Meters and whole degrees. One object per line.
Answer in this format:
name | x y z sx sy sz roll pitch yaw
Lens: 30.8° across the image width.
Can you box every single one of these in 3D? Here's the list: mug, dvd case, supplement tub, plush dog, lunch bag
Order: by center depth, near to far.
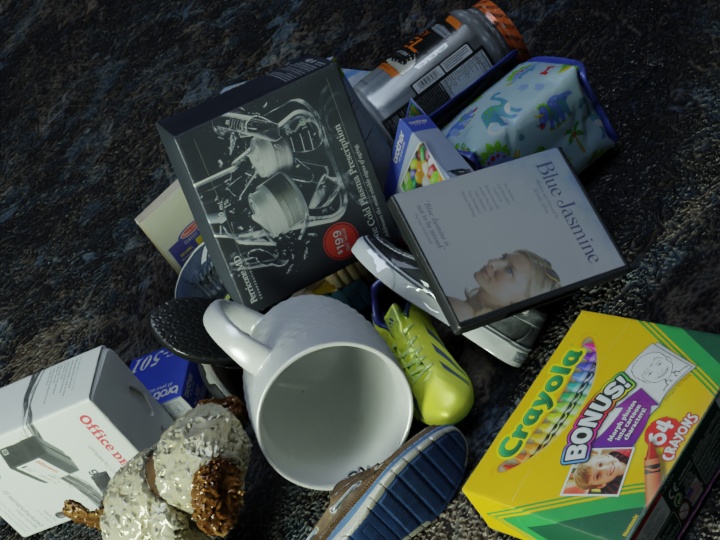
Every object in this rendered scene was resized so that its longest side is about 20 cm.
plush dog | -0.163 0.194 1.193 0.172 0.159 0.201 -49 26 22
dvd case | 0.139 -0.031 1.208 0.198 0.018 0.144 -17 67 -26
mug | -0.061 0.088 1.233 0.149 0.199 0.176 -56 22 10
lunch bag | 0.146 -0.145 1.408 0.169 0.128 0.199 -38 23 -14
supplement tub | 0.096 -0.222 1.547 0.199 0.123 0.123 -38 32 -6

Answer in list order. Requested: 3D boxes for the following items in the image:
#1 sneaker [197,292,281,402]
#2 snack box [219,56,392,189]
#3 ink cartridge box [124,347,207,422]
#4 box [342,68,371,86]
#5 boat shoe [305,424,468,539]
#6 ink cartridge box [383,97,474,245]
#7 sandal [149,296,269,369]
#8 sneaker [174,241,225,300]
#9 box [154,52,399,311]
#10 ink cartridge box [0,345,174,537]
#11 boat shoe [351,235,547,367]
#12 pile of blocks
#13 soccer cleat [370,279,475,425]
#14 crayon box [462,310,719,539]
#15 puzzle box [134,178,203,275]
sneaker | -0.120 0.067 1.422 0.082 0.072 0.201 -30 32 23
snack box | -0.057 -0.133 1.504 0.167 0.201 0.068 -8 41 35
ink cartridge box | -0.264 0.150 1.482 0.198 0.044 0.095 -21 37 22
box | -0.015 -0.206 1.700 0.122 0.048 0.199 -48 34 -19
boat shoe | 0.008 0.204 1.135 0.200 0.073 0.072 -44 32 -13
ink cartridge box | 0.074 -0.069 1.325 0.041 0.120 0.201 -10 46 -25
sandal | -0.124 0.073 1.365 0.045 0.197 0.076 126 143 -49
sneaker | -0.150 -0.011 1.510 0.200 0.075 0.085 -45 9 21
box | -0.084 -0.090 1.335 0.180 0.202 0.104 -26 21 -11
ink cartridge box | -0.316 0.185 1.393 0.198 0.146 0.084 -22 35 20
boat shoe | 0.084 0.010 1.231 0.199 0.072 0.068 33 98 22
pile of blocks | 0.000 0.000 1.411 0.198 0.062 0.083 -23 34 21
soccer cleat | 0.051 0.076 1.246 0.064 0.084 0.201 -32 33 4
crayon box | 0.204 0.133 1.054 0.171 0.059 0.201 10 54 49
puzzle box | -0.165 -0.080 1.600 0.200 0.134 0.025 -43 33 -13
